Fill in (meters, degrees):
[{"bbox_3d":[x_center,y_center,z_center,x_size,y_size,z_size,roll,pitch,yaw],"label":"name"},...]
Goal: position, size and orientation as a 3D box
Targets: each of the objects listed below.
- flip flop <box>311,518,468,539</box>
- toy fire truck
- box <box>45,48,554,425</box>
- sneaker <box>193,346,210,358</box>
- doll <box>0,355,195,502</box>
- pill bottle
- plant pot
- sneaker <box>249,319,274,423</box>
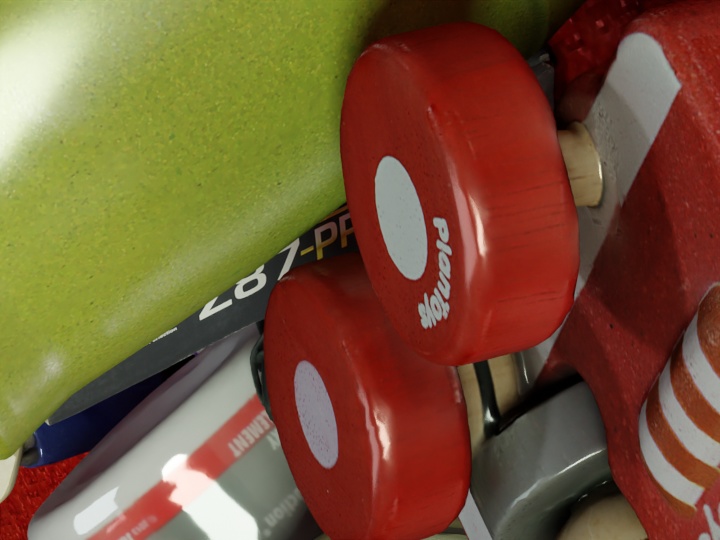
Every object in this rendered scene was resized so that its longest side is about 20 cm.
[{"bbox_3d":[0.055,0.110,0.704,0.200,0.058,0.081,6,145,31],"label":"flip flop"},{"bbox_3d":[0.066,0.041,0.561,0.200,0.112,0.168,111,142,-55],"label":"toy fire truck"},{"bbox_3d":[-0.066,-0.068,0.754,0.200,0.161,0.049,51,157,35],"label":"box"},{"bbox_3d":[-0.067,-0.013,0.940,0.200,0.073,0.114,157,96,-72],"label":"sneaker"},{"bbox_3d":[-0.092,0.030,0.959,0.136,0.200,0.048,29,111,23],"label":"doll"},{"bbox_3d":[0.002,0.117,0.844,0.200,0.114,0.114,48,162,-6],"label":"pill bottle"},{"bbox_3d":[-0.067,-0.068,0.611,0.200,0.193,0.200,38,168,9],"label":"plant pot"},{"bbox_3d":[0.000,0.000,0.780,0.200,0.091,0.076,56,162,25],"label":"sneaker"}]
